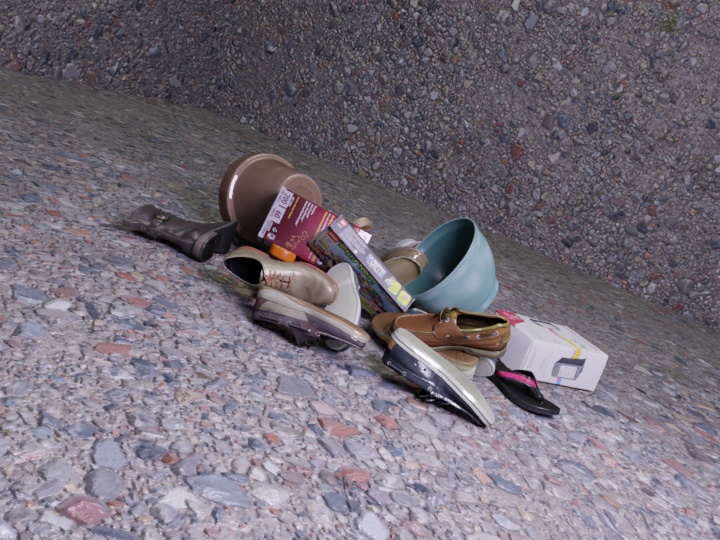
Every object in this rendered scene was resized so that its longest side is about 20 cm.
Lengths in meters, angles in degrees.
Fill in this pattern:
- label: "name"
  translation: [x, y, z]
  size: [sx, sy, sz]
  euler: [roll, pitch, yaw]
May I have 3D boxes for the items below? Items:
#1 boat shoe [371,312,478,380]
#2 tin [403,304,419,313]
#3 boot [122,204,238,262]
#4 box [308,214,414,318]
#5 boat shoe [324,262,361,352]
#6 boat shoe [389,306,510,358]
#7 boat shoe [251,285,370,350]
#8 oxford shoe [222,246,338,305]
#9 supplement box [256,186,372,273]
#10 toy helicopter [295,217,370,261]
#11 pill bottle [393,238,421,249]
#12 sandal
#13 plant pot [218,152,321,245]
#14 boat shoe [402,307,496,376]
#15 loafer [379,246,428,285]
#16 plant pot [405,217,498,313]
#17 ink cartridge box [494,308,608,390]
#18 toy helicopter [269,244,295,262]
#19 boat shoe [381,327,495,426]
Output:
- label: "boat shoe"
  translation: [0.104, 0.134, 1.143]
  size: [0.198, 0.063, 0.073]
  euler: [25, 41, 26]
- label: "tin"
  translation: [0.137, 0.107, 1.313]
  size: [0.199, 0.042, 0.111]
  euler: [31, 13, 35]
- label: "boot"
  translation: [-0.344, -0.089, 1.297]
  size: [0.172, 0.070, 0.200]
  euler: [23, 16, 8]
- label: "box"
  translation: [0.000, 0.000, 1.209]
  size: [0.200, 0.035, 0.110]
  euler: [49, -28, -6]
- label: "boat shoe"
  translation: [-0.024, 0.069, 1.125]
  size: [0.201, 0.072, 0.062]
  euler: [-94, 158, -52]
- label: "boat shoe"
  translation: [0.147, 0.089, 1.094]
  size: [0.197, 0.069, 0.072]
  euler: [5, 39, 3]
- label: "boat shoe"
  translation: [-0.081, 0.085, 1.031]
  size: [0.198, 0.066, 0.072]
  euler: [22, -2, 16]
- label: "oxford shoe"
  translation: [-0.134, 0.017, 1.095]
  size: [0.197, 0.071, 0.075]
  euler: [15, 11, 10]
- label: "supplement box"
  translation: [-0.089, -0.064, 1.285]
  size: [0.198, 0.110, 0.061]
  euler: [27, -10, -9]
- label: "toy helicopter"
  translation: [-0.068, -0.054, 1.380]
  size: [0.080, 0.198, 0.132]
  euler: [67, 9, 15]
- label: "pill bottle"
  translation: [0.157, -0.002, 1.585]
  size: [0.111, 0.114, 0.200]
  euler: [11, 17, -32]
- label: "sandal"
  translation: [0.272, 0.190, 1.173]
  size: [0.074, 0.046, 0.200]
  euler: [11, 17, -34]
- label: "plant pot"
  translation: [-0.175, -0.149, 1.406]
  size: [0.198, 0.203, 0.174]
  euler: [9, 1, -38]
- label: "boat shoe"
  translation: [0.157, 0.124, 1.192]
  size: [0.198, 0.076, 0.062]
  euler: [20, 43, 29]
- label: "loafer"
  translation: [0.046, 0.018, 1.293]
  size: [0.076, 0.199, 0.068]
  euler: [41, 42, -26]
- label: "plant pot"
  translation: [0.188, 0.015, 1.315]
  size: [0.134, 0.200, 0.200]
  euler: [42, 6, -22]
- label: "ink cartridge box"
  translation: [0.369, 0.160, 1.343]
  size: [0.198, 0.087, 0.148]
  euler: [12, 16, -25]
- label: "toy helicopter"
  translation: [-0.105, 0.024, 1.232]
  size: [0.198, 0.080, 0.132]
  euler: [27, -2, -15]
- label: "boat shoe"
  translation: [0.116, 0.170, 1.004]
  size: [0.199, 0.063, 0.075]
  euler: [38, 12, 6]
